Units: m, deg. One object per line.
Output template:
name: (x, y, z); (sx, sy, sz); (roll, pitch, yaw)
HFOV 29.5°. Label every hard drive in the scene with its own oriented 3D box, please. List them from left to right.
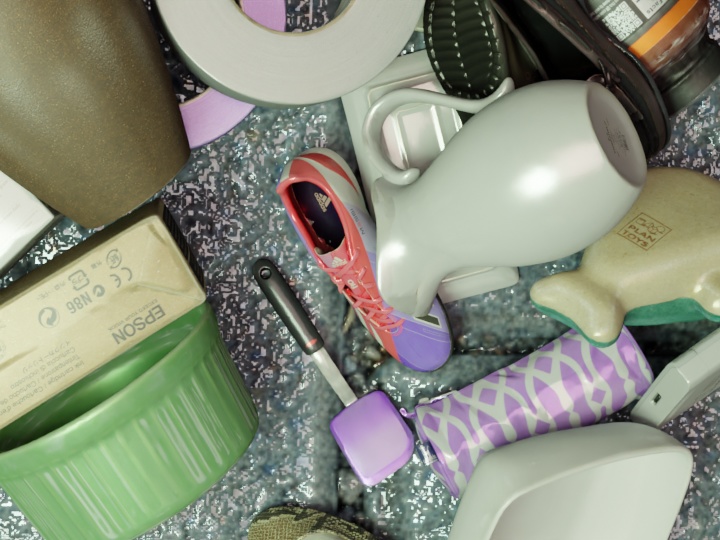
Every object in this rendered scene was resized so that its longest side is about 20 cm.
hard drive: (0.304, 0.048, 1.051); (0.199, 0.132, 0.027); (-31, 72, -15)

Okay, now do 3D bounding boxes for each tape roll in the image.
tape roll: (-0.156, -0.188, 1.034); (0.199, 0.066, 0.202); (-1, 95, -7)
tape roll: (-0.053, -0.217, 0.978); (0.199, 0.066, 0.202); (-1, 93, -11)

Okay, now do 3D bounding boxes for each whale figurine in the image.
whale figurine: (0.217, 0.005, 1.045); (0.200, 0.159, 0.104); (-34, 141, -31)

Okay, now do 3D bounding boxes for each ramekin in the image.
ramekin: (-0.171, 0.116, 0.994); (0.199, 0.200, 0.098); (-31, 104, -3)

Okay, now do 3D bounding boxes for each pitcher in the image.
pitcher: (0.093, -0.079, 0.992); (0.199, 0.121, 0.173); (-26, 75, 32)

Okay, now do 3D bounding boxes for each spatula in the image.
spatula: (-0.026, 0.076, 1.090); (0.056, 0.021, 0.201); (-33, 97, -1)

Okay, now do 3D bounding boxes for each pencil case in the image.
pencil case: (0.133, 0.103, 1.083); (0.199, 0.084, 0.086); (-27, 72, -5)

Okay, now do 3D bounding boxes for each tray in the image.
tray: (0.056, -0.072, 1.087); (0.107, 0.022, 0.201); (-15, 96, -4)

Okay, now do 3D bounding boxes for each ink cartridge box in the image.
ink cartridge box: (-0.213, 0.032, 0.994); (0.199, 0.165, 0.075); (-32, 99, -2)

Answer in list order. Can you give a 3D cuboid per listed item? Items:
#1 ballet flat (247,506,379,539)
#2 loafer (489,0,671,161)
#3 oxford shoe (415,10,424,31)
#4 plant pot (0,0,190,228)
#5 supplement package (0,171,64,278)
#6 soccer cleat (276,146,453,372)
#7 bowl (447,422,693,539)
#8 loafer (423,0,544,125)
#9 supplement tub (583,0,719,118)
ballet flat: (0.005, 0.246, 1.080); (0.199, 0.075, 0.068); (28, 92, -7)
loafer: (0.152, -0.152, 1.002); (0.200, 0.072, 0.063); (53, 51, -15)
oxford shoe: (0.006, -0.245, 1.051); (0.199, 0.058, 0.076); (30, 87, -10)
plant pot: (-0.207, -0.135, 0.925); (0.186, 0.187, 0.200); (-36, 112, -2)
supplement package: (-0.324, -0.078, 0.999); (0.109, 0.114, 0.200); (-43, 98, 0)
soccer cleat: (0.000, 0.000, 1.052); (0.068, 0.073, 0.201); (-30, 96, 23)
bowl: (0.145, 0.200, 1.048); (0.199, 0.075, 0.201); (-6, 126, -30)
loafer: (0.108, -0.149, 1.062); (0.071, 0.073, 0.201); (-37, 118, -40)
supplement tub: (0.193, -0.212, 1.049); (0.107, 0.107, 0.200); (-43, 98, -1)
